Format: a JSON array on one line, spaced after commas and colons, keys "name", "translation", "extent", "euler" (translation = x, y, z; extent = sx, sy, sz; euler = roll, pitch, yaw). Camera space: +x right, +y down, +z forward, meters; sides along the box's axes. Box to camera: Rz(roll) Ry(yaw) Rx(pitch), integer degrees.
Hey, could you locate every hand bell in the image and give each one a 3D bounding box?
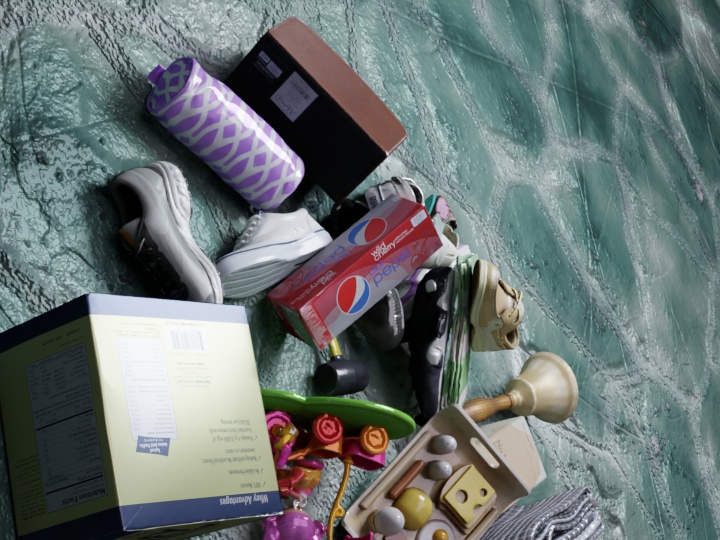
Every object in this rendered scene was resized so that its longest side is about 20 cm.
[{"name": "hand bell", "translation": [0.197, 0.181, 1.675], "extent": [0.200, 0.104, 0.104], "euler": [-12, 82, -43]}]

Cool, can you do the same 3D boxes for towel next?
[{"name": "towel", "translation": [0.193, 0.337, 1.498], "extent": [0.200, 0.165, 0.086], "euler": [-25, 87, -56]}, {"name": "towel", "translation": [0.128, 0.079, 1.560], "extent": [0.153, 0.023, 0.200], "euler": [-12, 106, -80]}]

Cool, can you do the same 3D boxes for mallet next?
[{"name": "mallet", "translation": [-0.037, 0.053, 1.452], "extent": [0.066, 0.041, 0.200], "euler": [12, 59, -49]}]

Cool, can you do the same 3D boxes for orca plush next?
[{"name": "orca plush", "translation": [0.071, 0.093, 1.518], "extent": [0.105, 0.071, 0.200], "euler": [-53, 148, -74]}]

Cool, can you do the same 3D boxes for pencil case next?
[{"name": "pencil case", "translation": [-0.149, -0.151, 1.370], "extent": [0.200, 0.084, 0.086], "euler": [44, 6, -34]}]

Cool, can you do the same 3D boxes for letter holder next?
[{"name": "letter holder", "translation": [-0.040, -0.205, 1.481], "extent": [0.200, 0.101, 0.142], "euler": [46, 36, -3]}]

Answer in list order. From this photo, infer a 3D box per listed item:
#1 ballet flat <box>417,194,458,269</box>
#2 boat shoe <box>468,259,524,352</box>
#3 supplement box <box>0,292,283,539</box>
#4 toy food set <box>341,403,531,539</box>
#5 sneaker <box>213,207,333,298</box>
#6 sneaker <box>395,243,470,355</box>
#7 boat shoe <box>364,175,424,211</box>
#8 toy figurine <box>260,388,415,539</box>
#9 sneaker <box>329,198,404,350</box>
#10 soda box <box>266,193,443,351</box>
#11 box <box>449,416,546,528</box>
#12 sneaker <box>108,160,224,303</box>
[{"name": "ballet flat", "translation": [0.092, -0.039, 1.564], "extent": [0.071, 0.069, 0.200], "euler": [40, 25, -3]}, {"name": "boat shoe", "translation": [0.171, 0.045, 1.528], "extent": [0.200, 0.066, 0.074], "euler": [75, 22, -65]}, {"name": "supplement box", "translation": [-0.197, 0.139, 1.096], "extent": [0.200, 0.134, 0.200], "euler": [7, 66, -52]}, {"name": "toy food set", "translation": [0.090, 0.272, 1.401], "extent": [0.200, 0.060, 0.144], "euler": [-44, 98, -21]}, {"name": "sneaker", "translation": [-0.112, -0.023, 1.374], "extent": [0.071, 0.073, 0.200], "euler": [49, 31, 13]}, {"name": "sneaker", "translation": [0.092, 0.036, 1.614], "extent": [0.200, 0.075, 0.100], "euler": [-45, 116, -44]}, {"name": "boat shoe", "translation": [0.047, -0.088, 1.549], "extent": [0.200, 0.066, 0.072], "euler": [12, 59, -83]}, {"name": "toy figurine", "translation": [-0.047, 0.235, 1.278], "extent": [0.200, 0.150, 0.184], "euler": [17, 66, -23]}, {"name": "sneaker", "translation": [0.000, 0.000, 1.481], "extent": [0.091, 0.066, 0.200], "euler": [45, 29, -72]}, {"name": "soda box", "translation": [-0.005, -0.001, 1.396], "extent": [0.200, 0.070, 0.063], "euler": [-40, 124, -19]}, {"name": "box", "translation": [0.149, 0.261, 1.552], "extent": [0.200, 0.078, 0.095], "euler": [-22, 90, -55]}, {"name": "sneaker", "translation": [-0.200, -0.013, 1.241], "extent": [0.079, 0.074, 0.200], "euler": [-12, 76, -46]}]
